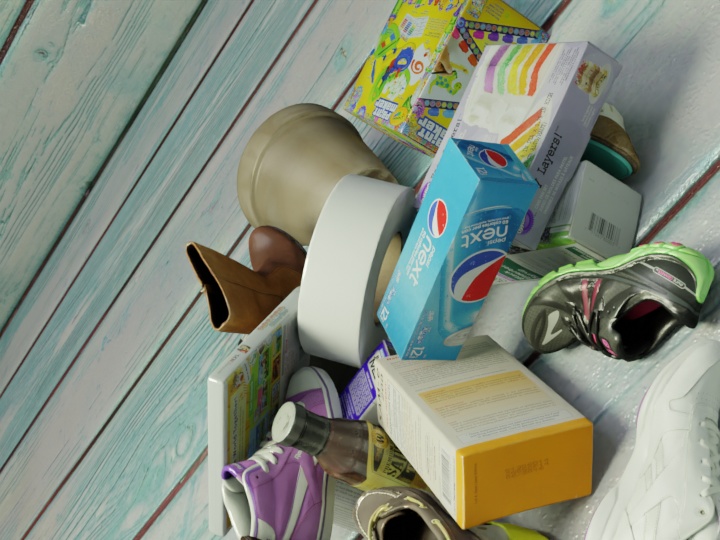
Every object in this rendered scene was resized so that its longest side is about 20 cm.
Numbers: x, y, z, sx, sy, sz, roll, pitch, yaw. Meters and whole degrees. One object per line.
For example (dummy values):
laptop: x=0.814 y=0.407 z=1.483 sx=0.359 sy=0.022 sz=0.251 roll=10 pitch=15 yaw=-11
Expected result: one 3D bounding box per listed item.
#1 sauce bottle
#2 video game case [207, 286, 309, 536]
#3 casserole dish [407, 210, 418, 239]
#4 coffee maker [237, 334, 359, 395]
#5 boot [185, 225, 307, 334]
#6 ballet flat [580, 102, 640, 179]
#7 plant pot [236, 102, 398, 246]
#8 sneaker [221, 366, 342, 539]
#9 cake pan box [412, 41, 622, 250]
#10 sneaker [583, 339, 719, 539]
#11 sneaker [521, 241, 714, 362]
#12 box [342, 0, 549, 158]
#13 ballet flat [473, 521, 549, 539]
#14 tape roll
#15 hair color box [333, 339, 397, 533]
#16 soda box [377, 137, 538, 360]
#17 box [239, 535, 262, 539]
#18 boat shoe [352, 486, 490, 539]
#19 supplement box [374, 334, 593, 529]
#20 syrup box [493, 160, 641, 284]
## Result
sauce bottle: x=0.006 y=0.182 z=0.981 sx=0.066 sy=0.199 sz=0.067 roll=-38 pitch=38 yaw=38
video game case: x=-0.103 y=0.144 z=1.045 sx=0.182 sy=0.023 sz=0.202 roll=-47 pitch=-31 yaw=-52
casserole dish: x=0.072 y=-0.010 z=1.120 sx=0.200 sy=0.038 sz=0.122 roll=-67 pitch=-14 yaw=-64
coffee maker: x=-0.037 y=0.087 z=1.252 sx=0.191 sy=0.134 sz=0.202 roll=34 pitch=99 yaw=38
boot: x=-0.131 y=0.006 z=1.131 sx=0.068 sy=0.199 sz=0.190 roll=-33 pitch=61 yaw=24
ballet flat: x=0.224 y=-0.134 z=1.026 sx=0.072 sy=0.068 sz=0.200 roll=-49 pitch=20 yaw=-14
plant pot: x=-0.042 y=-0.108 z=1.358 sx=0.173 sy=0.199 sz=0.202 roll=32 pitch=96 yaw=48
sneaker: x=-0.080 y=0.178 z=0.998 sx=0.072 sy=0.114 sz=0.202 roll=-33 pitch=46 yaw=42
cake pan box: x=0.144 y=-0.123 z=0.985 sx=0.202 sy=0.052 sz=0.184 roll=-64 pitch=24 yaw=1
sneaker: x=0.243 y=0.152 z=0.744 sx=0.099 sy=0.075 sz=0.202 roll=20 pitch=85 yaw=44
sneaker: x=0.211 y=0.038 z=0.871 sx=0.199 sy=0.076 sz=0.085 roll=-29 pitch=39 yaw=51
box: x=0.100 y=-0.248 z=1.268 sx=0.194 sy=0.121 sz=0.200 roll=-61 pitch=27 yaw=5
ballet flat: x=0.096 y=0.250 z=0.906 sx=0.199 sy=0.067 sz=0.068 roll=-1 pitch=68 yaw=61
tape roll: x=0.000 y=0.000 z=1.085 sx=0.202 sy=0.070 sz=0.205 roll=14 pitch=-90 yaw=-76
hair color box: x=0.016 y=0.180 z=1.065 sx=0.201 sy=0.109 sz=0.065 roll=-52 pitch=30 yaw=22
soda box: x=0.083 y=-0.014 z=0.902 sx=0.068 sy=0.063 sz=0.201 roll=63 pitch=141 yaw=46
box: x=-0.027 y=0.360 z=0.887 sx=0.164 sy=0.199 sz=0.167 roll=8 pitch=74 yaw=62
boat shoe: x=0.043 y=0.230 z=0.878 sx=0.199 sy=0.059 sz=0.073 roll=15 pitch=82 yaw=61
supplement box: x=0.105 y=0.138 z=0.909 sx=0.200 sy=0.125 sz=0.074 roll=-136 pitch=39 yaw=-63
syrup box: x=0.174 y=-0.042 z=1.002 sx=0.199 sy=0.078 sz=0.082 roll=-11 pitch=58 yaw=58
